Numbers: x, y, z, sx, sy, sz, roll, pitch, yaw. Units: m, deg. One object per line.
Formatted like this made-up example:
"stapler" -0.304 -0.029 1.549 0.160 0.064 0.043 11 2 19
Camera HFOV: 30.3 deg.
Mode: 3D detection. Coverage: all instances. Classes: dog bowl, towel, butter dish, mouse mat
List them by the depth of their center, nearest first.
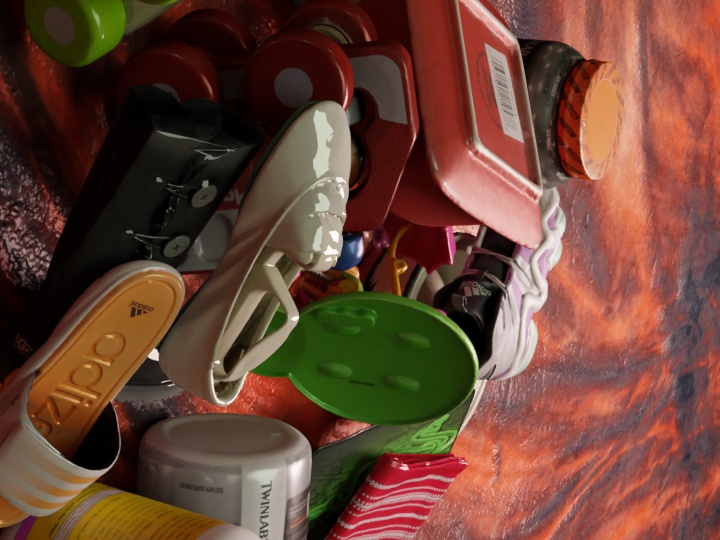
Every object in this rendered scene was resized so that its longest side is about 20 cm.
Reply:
"butter dish" 0.035 -0.111 0.966 0.199 0.147 0.201 23 55 -59
"mouse mat" 0.010 0.182 1.129 0.200 0.008 0.161 -17 137 -42
"towel" 0.006 0.238 1.147 0.200 0.022 0.144 -57 151 11
"dog bowl" 0.050 0.059 1.198 0.200 0.074 0.201 -26 121 -54

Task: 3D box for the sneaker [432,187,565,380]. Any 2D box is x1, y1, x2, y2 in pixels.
"sneaker" 0.111 0.004 1.136 0.140 0.077 0.201 -9 106 -59

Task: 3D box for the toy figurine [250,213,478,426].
"toy figurine" 0.000 0.000 1.045 0.150 0.199 0.184 99 1 -47

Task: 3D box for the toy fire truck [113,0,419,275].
"toy fire truck" -0.059 -0.079 0.859 0.112 0.199 0.169 -67 151 -64

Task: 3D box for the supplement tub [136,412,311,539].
"supplement tub" -0.099 0.210 0.940 0.122 0.122 0.201 -12 108 -58

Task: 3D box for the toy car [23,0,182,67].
"toy car" -0.142 -0.249 0.763 0.200 0.158 0.164 57 40 -11

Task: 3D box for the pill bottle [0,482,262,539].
"pill bottle" -0.122 0.198 0.818 0.104 0.199 0.105 -24 118 -55

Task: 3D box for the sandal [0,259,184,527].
"sandal" -0.167 0.084 0.761 0.079 0.059 0.207 22 114 -42

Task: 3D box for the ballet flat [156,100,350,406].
"ballet flat" -0.049 -0.003 0.785 0.200 0.069 0.069 -57 154 17

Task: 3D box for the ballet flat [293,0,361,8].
"ballet flat" -0.008 -0.188 1.033 0.071 0.065 0.200 -56 143 -39

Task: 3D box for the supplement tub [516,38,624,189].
"supplement tub" 0.110 -0.134 1.116 0.122 0.199 0.123 -25 120 -55

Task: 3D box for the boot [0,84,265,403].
"boot" -0.119 -0.013 0.814 0.165 0.066 0.200 -7 131 -58
